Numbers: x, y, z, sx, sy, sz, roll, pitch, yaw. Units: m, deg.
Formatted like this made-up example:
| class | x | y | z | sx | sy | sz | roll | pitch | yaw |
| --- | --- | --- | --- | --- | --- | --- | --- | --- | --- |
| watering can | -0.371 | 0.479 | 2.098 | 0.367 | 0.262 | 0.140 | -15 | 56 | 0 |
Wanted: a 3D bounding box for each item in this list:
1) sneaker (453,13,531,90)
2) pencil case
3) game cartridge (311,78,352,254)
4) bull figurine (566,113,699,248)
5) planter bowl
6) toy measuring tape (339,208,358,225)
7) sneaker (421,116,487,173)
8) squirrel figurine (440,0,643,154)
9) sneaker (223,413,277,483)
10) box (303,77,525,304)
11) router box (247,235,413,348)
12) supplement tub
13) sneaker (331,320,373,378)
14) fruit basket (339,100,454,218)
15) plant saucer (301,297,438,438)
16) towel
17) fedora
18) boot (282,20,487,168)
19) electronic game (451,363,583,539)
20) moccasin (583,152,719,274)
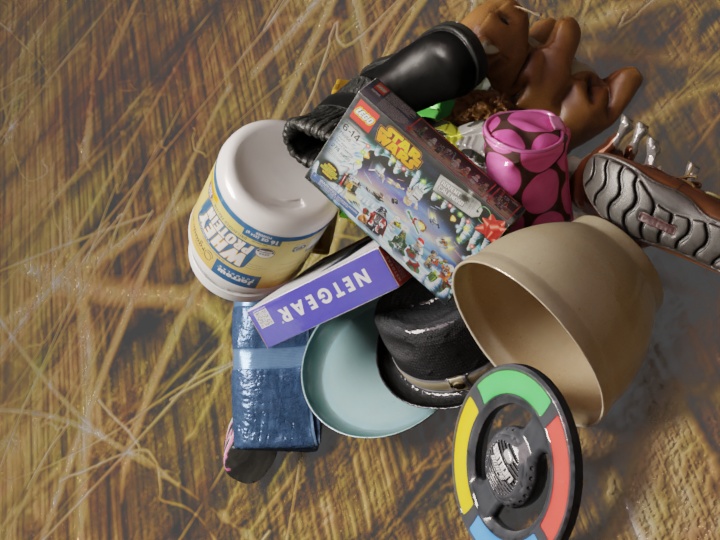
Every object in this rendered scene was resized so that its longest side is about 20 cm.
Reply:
| class | x | y | z | sx | sy | sz | roll | pitch | yaw |
| --- | --- | --- | --- | --- | --- | --- | --- | --- | --- |
| sneaker | 0.132 | -0.262 | 1.870 | 0.070 | 0.093 | 0.200 | -67 | 11 | -13 |
| pencil case | 0.178 | -0.066 | 1.578 | 0.094 | 0.200 | 0.091 | -7 | 37 | 6 |
| game cartridge | -0.035 | -0.131 | 1.910 | 0.200 | 0.032 | 0.177 | -86 | 3 | -72 |
| bull figurine | 0.263 | -0.093 | 1.608 | 0.122 | 0.065 | 0.200 | -58 | 33 | 14 |
| planter bowl | 0.205 | 0.033 | 1.500 | 0.135 | 0.200 | 0.200 | -38 | 26 | -19 |
| toy measuring tape | 0.036 | -0.092 | 1.669 | 0.200 | 0.073 | 0.074 | 135 | 151 | -60 |
| sneaker | 0.127 | -0.115 | 1.683 | 0.200 | 0.085 | 0.075 | 14 | 58 | 29 |
| squirrel figurine | 0.169 | -0.198 | 1.715 | 0.200 | 0.187 | 0.142 | -57 | 32 | 4 |
| sneaker | -0.116 | 0.160 | 1.934 | 0.200 | 0.080 | 0.086 | -54 | 21 | -2 |
| box | 0.051 | -0.078 | 1.565 | 0.040 | 0.200 | 0.137 | -41 | -10 | -46 |
| router box | 0.000 | 0.000 | 1.727 | 0.200 | 0.049 | 0.179 | -26 | 6 | 35 |
| supplement tub | -0.113 | -0.063 | 1.768 | 0.200 | 0.144 | 0.145 | 124 | 158 | -55 |
| sneaker | 0.006 | 0.057 | 1.850 | 0.091 | 0.066 | 0.200 | -49 | 31 | 21 |
| fruit basket | 0.036 | -0.138 | 1.910 | 0.215 | 0.155 | 0.216 | -17 | 60 | 32 |
| plant saucer | 0.030 | 0.103 | 1.753 | 0.200 | 0.027 | 0.200 | -12 | 55 | 18 |
| towel | -0.099 | 0.117 | 1.858 | 0.049 | 0.111 | 0.200 | 47 | -137 | -83 |
| fedora | 0.088 | 0.051 | 1.667 | 0.200 | 0.092 | 0.201 | -18 | 51 | 24 |
| boot | 0.025 | -0.178 | 1.648 | 0.158 | 0.079 | 0.211 | -39 | 11 | -35 |
| electronic game | 0.148 | 0.190 | 1.506 | 0.200 | 0.042 | 0.200 | -7 | 81 | 59 |
| moccasin | 0.299 | -0.059 | 1.479 | 0.201 | 0.078 | 0.074 | 24 | 115 | 36 |
